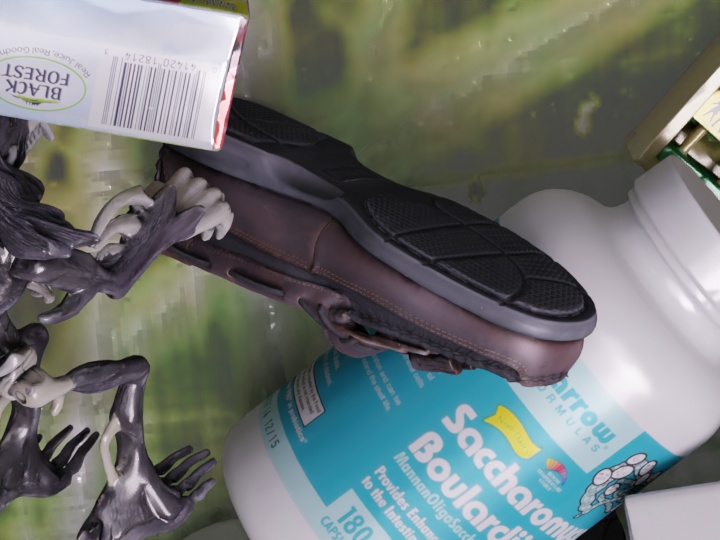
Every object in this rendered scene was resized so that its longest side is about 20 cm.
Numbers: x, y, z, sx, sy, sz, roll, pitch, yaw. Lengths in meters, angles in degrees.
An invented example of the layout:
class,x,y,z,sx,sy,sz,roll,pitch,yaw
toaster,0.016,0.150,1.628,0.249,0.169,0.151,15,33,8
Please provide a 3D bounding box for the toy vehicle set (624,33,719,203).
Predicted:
class,x,y,z,sx,sy,sz,roll,pitch,yaw
toy vehicle set,0.214,-0.032,1.033,0.200,0.027,0.124,37,103,-16

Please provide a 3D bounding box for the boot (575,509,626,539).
class,x,y,z,sx,sy,sz,roll,pitch,yaw
boot,0.089,0.197,1.051,0.068,0.200,0.131,-12,139,15

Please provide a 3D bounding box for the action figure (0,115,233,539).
class,x,y,z,sx,sy,sz,roll,pitch,yaw
action figure,-0.113,0.002,0.941,0.119,0.102,0.200,12,136,25

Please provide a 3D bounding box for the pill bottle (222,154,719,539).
class,x,y,z,sx,sy,sz,roll,pitch,yaw
pill bottle,0.055,0.046,0.998,0.200,0.111,0.111,-39,109,13

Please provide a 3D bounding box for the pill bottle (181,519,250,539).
class,x,y,z,sx,sy,sz,roll,pitch,yaw
pill bottle,-0.009,0.197,1.054,0.111,0.111,0.200,-43,109,11

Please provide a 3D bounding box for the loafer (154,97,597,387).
class,x,y,z,sx,sy,sz,roll,pitch,yaw
loafer,0.000,0.000,0.952,0.072,0.200,0.063,-3,116,-46

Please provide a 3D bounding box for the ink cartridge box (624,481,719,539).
class,x,y,z,sx,sy,sz,roll,pitch,yaw
ink cartridge box,0.206,0.143,0.997,0.200,0.147,0.146,-9,80,6

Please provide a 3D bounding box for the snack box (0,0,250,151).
class,x,y,z,sx,sy,sz,roll,pitch,yaw
snack box,-0.141,-0.100,0.914,0.200,0.142,0.053,9,110,-9
